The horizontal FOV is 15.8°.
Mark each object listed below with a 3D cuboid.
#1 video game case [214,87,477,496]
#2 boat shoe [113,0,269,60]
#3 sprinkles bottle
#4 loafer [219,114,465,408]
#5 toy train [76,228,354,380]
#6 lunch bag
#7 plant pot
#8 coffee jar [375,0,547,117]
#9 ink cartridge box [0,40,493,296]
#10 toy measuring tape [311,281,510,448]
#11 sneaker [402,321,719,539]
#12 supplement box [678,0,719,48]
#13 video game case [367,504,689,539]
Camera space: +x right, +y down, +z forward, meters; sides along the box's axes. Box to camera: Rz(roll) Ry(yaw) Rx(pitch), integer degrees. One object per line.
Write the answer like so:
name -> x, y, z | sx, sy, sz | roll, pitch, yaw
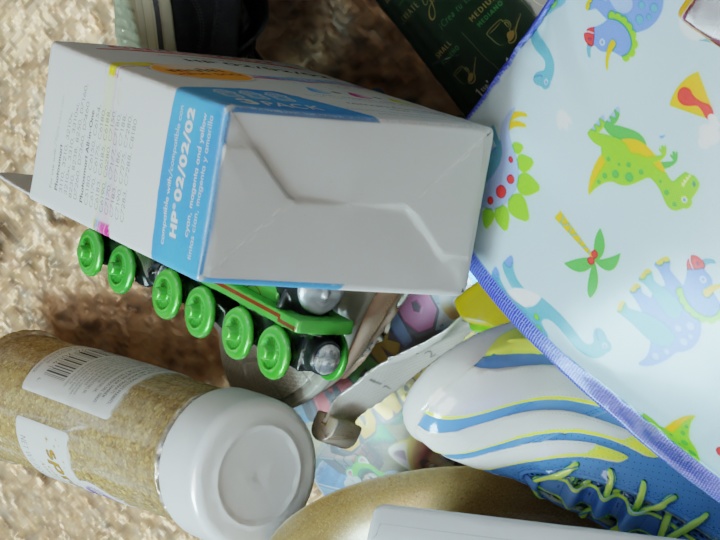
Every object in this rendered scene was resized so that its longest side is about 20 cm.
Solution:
video game case -> 0.008, 0.033, 1.179 | 0.143, 0.018, 0.200 | -28, 97, 36
boat shoe -> -0.070, -0.104, 1.101 | 0.200, 0.062, 0.075 | 88, 158, -58
sprinkles bottle -> -0.105, 0.074, 1.188 | 0.200, 0.068, 0.068 | 13, 121, 51
loafer -> 0.000, 0.000, 1.118 | 0.072, 0.063, 0.200 | 64, 147, 21
toy train -> -0.064, -0.003, 1.123 | 0.200, 0.042, 0.056 | 25, 108, 53
lunch bag -> 0.140, -0.029, 0.958 | 0.200, 0.127, 0.170 | 36, 122, 2
plant pot -> 0.054, 0.148, 1.132 | 0.200, 0.027, 0.200 | 2, 145, 1
coffee jar -> 0.035, -0.148, 1.037 | 0.200, 0.085, 0.104 | 48, 125, 0
ink cartridge box -> -0.052, -0.045, 1.012 | 0.200, 0.115, 0.068 | 23, 107, 58
toy measuring tape -> 0.068, 0.038, 1.099 | 0.200, 0.074, 0.074 | -37, 92, 20
sneaker -> 0.117, 0.078, 1.024 | 0.076, 0.200, 0.105 | -62, 38, 38
supplement box -> 0.204, -0.115, 0.886 | 0.110, 0.200, 0.086 | 38, 124, 8
video game case -> 0.120, 0.151, 1.044 | 0.200, 0.024, 0.182 | 5, 151, 21
